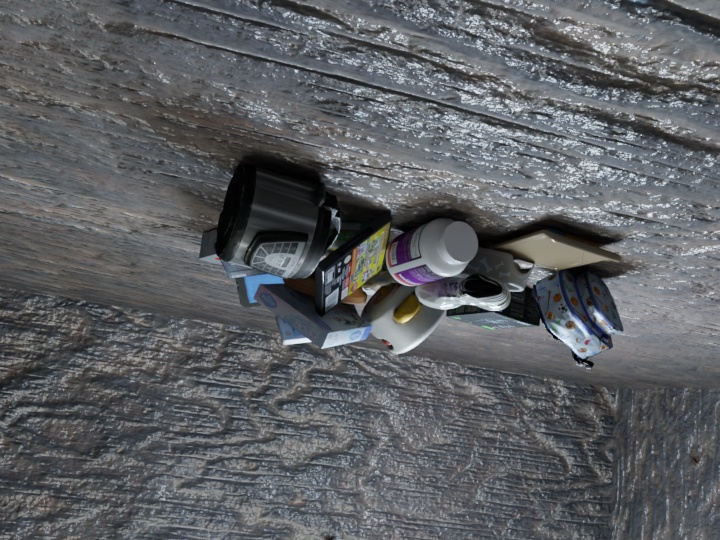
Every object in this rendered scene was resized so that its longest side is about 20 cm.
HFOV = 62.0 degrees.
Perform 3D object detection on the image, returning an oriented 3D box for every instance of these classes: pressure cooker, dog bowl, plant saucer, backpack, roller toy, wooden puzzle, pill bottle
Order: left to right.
[{"bbox_3d":[-0.135,-0.080,1.041,0.199,0.180,0.176,15,178,-25],"label":"pressure cooker"},{"bbox_3d":[-0.079,0.032,1.384,0.199,0.033,0.200,15,-173,-2],"label":"plant saucer"},{"bbox_3d":[0.096,0.093,1.427,0.140,0.200,0.182,45,124,-10],"label":"roller toy"},{"bbox_3d":[0.140,-0.036,1.174,0.112,0.113,0.200,14,165,-24],"label":"pill bottle"},{"bbox_3d":[0.268,-0.002,1.287,0.199,0.059,0.200,13,174,1],"label":"dog bowl"},{"bbox_3d":[0.377,-0.043,1.186,0.184,0.037,0.200,15,170,-22],"label":"wooden puzzle"},{"bbox_3d":[0.481,0.087,1.342,0.190,0.201,0.154,25,129,-30],"label":"backpack"}]

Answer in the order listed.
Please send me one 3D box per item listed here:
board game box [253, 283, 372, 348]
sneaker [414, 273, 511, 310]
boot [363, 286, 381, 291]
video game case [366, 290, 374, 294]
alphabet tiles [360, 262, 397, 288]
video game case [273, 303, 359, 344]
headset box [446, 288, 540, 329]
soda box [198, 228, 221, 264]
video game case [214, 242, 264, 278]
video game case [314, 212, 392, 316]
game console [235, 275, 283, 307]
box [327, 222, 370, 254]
[{"bbox_3d":[-0.101,0.093,1.326,0.200,0.044,0.199,33,-166,25],"label":"board game box"},{"bbox_3d":[0.196,0.031,1.208,0.199,0.076,0.115,2,162,23],"label":"sneaker"},{"bbox_3d":[0.092,0.019,1.538,0.199,0.071,0.146,-12,147,25],"label":"boot"},{"bbox_3d":[-0.043,0.027,1.693,0.180,0.036,0.200,0,164,28],"label":"video game case"},{"bbox_3d":[0.000,0.000,1.399,0.199,0.015,0.195,-10,-158,-35],"label":"alphabet tiles"},{"bbox_3d":[-0.109,0.095,1.443,0.199,0.183,0.023,-4,134,-21],"label":"video game case"},{"bbox_3d":[0.353,0.095,1.620,0.173,0.093,0.200,17,164,-30],"label":"headset box"},{"bbox_3d":[-0.310,-0.063,1.417,0.063,0.069,0.199,16,165,-36],"label":"soda box"},{"bbox_3d":[-0.231,-0.027,1.307,0.142,0.019,0.200,-8,162,-6],"label":"video game case"},{"bbox_3d":[-0.017,-0.008,1.204,0.026,0.180,0.200,45,157,18],"label":"video game case"},{"bbox_3d":[-0.210,0.023,1.479,0.199,0.119,0.172,-10,180,-7],"label":"game console"},{"bbox_3d":[-0.013,-0.054,1.331,0.117,0.049,0.200,4,164,14],"label":"box"}]
